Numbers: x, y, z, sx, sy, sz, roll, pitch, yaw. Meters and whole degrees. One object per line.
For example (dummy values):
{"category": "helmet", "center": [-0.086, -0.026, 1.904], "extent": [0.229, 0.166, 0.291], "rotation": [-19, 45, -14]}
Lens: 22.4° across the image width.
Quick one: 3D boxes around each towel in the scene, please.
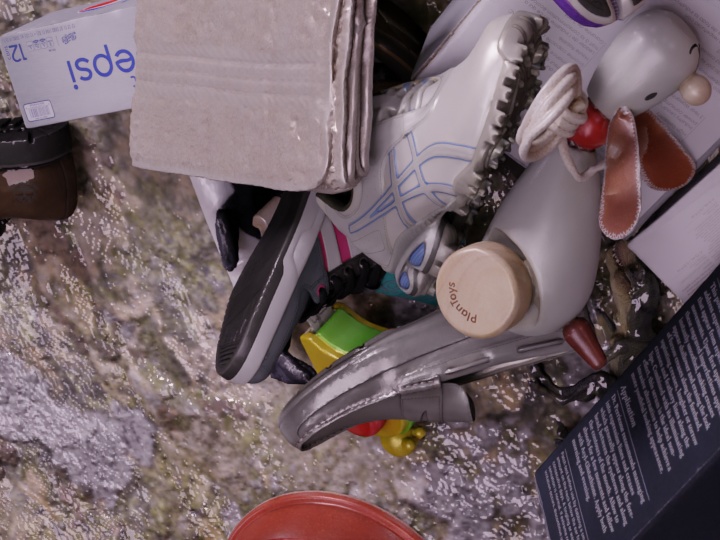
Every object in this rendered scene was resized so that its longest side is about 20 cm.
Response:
{"category": "towel", "center": [-0.062, -0.114, 1.010], "extent": [0.199, 0.034, 0.134], "rotation": [12, 100, 47]}

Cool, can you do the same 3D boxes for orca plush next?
{"category": "orca plush", "center": [-0.056, -0.023, 1.155], "extent": [0.071, 0.105, 0.201], "rotation": [-20, 102, -1]}

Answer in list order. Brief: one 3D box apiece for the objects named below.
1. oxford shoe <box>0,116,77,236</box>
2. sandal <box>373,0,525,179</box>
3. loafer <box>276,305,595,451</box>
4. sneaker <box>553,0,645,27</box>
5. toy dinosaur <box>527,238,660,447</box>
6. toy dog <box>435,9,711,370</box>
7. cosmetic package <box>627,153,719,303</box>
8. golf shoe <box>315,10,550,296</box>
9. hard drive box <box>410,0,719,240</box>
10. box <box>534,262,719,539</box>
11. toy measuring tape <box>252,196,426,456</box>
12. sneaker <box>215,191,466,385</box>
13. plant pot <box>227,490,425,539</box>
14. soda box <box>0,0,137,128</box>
{"category": "oxford shoe", "center": [-0.283, -0.054, 1.245], "extent": [0.199, 0.073, 0.085], "rotation": [1, 115, 25]}
{"category": "sandal", "center": [0.025, -0.109, 1.063], "extent": [0.200, 0.082, 0.055], "rotation": [38, 108, -10]}
{"category": "loafer", "center": [0.045, 0.062, 1.080], "extent": [0.199, 0.070, 0.070], "rotation": [-28, 80, 9]}
{"category": "sneaker", "center": [0.072, -0.196, 0.904], "extent": [0.201, 0.080, 0.084], "rotation": [54, 152, 17]}
{"category": "toy dinosaur", "center": [0.156, 0.081, 1.118], "extent": [0.087, 0.048, 0.201], "rotation": [-8, 113, 21]}
{"category": "toy dog", "center": [0.124, -0.027, 0.949], "extent": [0.096, 0.132, 0.201], "rotation": [39, 136, 12]}
{"category": "cosmetic package", "center": [0.248, -0.053, 1.007], "extent": [0.083, 0.051, 0.200], "rotation": [47, 124, 2]}
{"category": "golf shoe", "center": [0.031, -0.070, 0.964], "extent": [0.097, 0.078, 0.200], "rotation": [31, 137, 4]}
{"category": "hard drive box", "center": [0.148, -0.140, 0.978], "extent": [0.155, 0.077, 0.200], "rotation": [35, 123, -11]}
{"category": "box", "center": [0.218, 0.111, 1.026], "extent": [0.148, 0.107, 0.200], "rotation": [20, 126, -25]}
{"category": "toy measuring tape", "center": [-0.001, 0.041, 1.142], "extent": [0.073, 0.074, 0.201], "rotation": [-8, 124, 28]}
{"category": "sneaker", "center": [0.000, 0.000, 1.085], "extent": [0.120, 0.201, 0.084], "rotation": [31, 157, -15]}
{"category": "plant pot", "center": [-0.049, 0.284, 1.216], "extent": [0.199, 0.195, 0.202], "rotation": [10, 117, 21]}
{"category": "soda box", "center": [-0.122, -0.141, 1.130], "extent": [0.199, 0.068, 0.064], "rotation": [-8, 107, 27]}
